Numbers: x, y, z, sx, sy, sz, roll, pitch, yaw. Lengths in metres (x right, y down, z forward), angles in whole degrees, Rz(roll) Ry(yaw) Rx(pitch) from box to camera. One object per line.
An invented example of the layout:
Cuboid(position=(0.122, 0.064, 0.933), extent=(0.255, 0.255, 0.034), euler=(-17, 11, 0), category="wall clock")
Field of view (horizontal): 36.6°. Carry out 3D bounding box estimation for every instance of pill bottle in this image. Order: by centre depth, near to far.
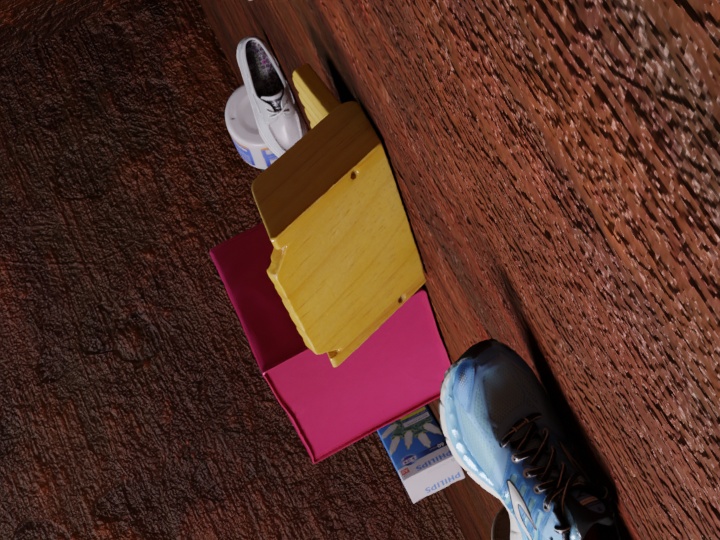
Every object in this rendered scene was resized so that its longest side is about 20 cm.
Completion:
Cuboid(position=(-0.158, -0.232, 1.806), extent=(0.113, 0.112, 0.200), euler=(64, 176, 8), category="pill bottle")

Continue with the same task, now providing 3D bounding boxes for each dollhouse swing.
Cuboid(position=(-0.048, -0.060, 1.027), extent=(0.176, 0.182, 0.200), euler=(37, 161, 34), category="dollhouse swing")

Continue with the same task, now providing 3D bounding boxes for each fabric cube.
Cuboid(position=(-0.029, 0.058, 1.250), extent=(0.200, 0.195, 0.200), euler=(59, 173, 41), category="fabric cube")

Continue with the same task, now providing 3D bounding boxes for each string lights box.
Cuboid(position=(0.100, 0.311, 1.923), extent=(0.059, 0.102, 0.200), euler=(67, 175, -30), category="string lights box")

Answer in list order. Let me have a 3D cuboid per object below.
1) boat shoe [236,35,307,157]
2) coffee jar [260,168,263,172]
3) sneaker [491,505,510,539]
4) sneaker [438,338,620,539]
Cuboid(position=(-0.130, -0.257, 1.634), extent=(0.069, 0.072, 0.201), euler=(-135, 29, -82), category="boat shoe")
Cuboid(position=(-0.129, -0.166, 2.074), extent=(0.200, 0.085, 0.105), euler=(60, 175, 47), category="coffee jar")
Cuboid(position=(0.169, 0.286, 0.881), extent=(0.106, 0.074, 0.200), euler=(71, 171, -49), category="sneaker")
Cuboid(position=(0.123, 0.131, 0.684), extent=(0.201, 0.078, 0.090), euler=(61, 158, -9), category="sneaker")
